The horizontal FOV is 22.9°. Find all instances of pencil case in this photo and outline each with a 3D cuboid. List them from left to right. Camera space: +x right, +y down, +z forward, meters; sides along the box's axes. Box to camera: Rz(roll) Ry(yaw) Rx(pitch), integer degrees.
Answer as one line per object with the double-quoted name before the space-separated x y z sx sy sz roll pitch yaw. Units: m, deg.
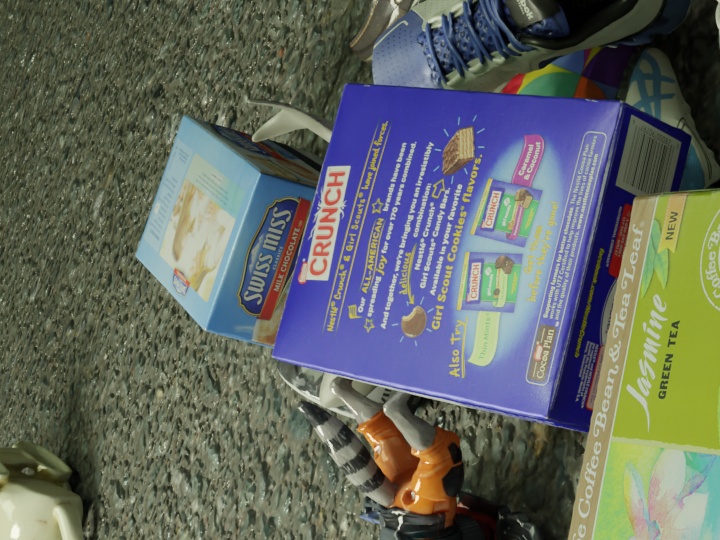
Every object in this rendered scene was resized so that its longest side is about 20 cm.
"pencil case" 0.120 -0.101 1.133 0.200 0.088 0.088 -68 27 11

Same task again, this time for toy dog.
"toy dog" -0.361 0.293 1.814 0.194 0.139 0.200 27 101 26

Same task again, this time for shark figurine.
"shark figurine" 0.008 -0.020 1.138 0.090 0.128 0.215 -78 -26 -78

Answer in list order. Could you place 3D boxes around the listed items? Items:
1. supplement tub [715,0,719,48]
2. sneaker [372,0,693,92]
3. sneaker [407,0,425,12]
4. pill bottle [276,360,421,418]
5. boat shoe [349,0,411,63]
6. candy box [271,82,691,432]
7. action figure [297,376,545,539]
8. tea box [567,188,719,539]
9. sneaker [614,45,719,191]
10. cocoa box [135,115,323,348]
"supplement tub" 0.229 -0.197 0.832 0.145 0.145 0.200 -123 22 -56
"sneaker" 0.087 -0.151 1.037 0.199 0.115 0.081 -19 84 22
"sneaker" 0.106 -0.223 1.248 0.200 0.074 0.079 -38 34 41
"pill bottle" 0.023 -0.002 1.236 0.200 0.106 0.106 -68 27 12
"boat shoe" 0.040 -0.241 1.341 0.200 0.073 0.075 -52 3 39
"candy box" 0.062 -0.011 0.974 0.200 0.077 0.169 10 84 42
"action figure" 0.022 0.153 1.119 0.200 0.104 0.194 -3 107 58
"tea box" 0.212 0.072 0.803 0.197 0.133 0.200 -3 73 63
"sneaker" 0.179 -0.056 1.029 0.200 0.072 0.072 -86 0 -47
"cocoa box" -0.077 -0.027 1.412 0.200 0.131 0.134 38 110 62
